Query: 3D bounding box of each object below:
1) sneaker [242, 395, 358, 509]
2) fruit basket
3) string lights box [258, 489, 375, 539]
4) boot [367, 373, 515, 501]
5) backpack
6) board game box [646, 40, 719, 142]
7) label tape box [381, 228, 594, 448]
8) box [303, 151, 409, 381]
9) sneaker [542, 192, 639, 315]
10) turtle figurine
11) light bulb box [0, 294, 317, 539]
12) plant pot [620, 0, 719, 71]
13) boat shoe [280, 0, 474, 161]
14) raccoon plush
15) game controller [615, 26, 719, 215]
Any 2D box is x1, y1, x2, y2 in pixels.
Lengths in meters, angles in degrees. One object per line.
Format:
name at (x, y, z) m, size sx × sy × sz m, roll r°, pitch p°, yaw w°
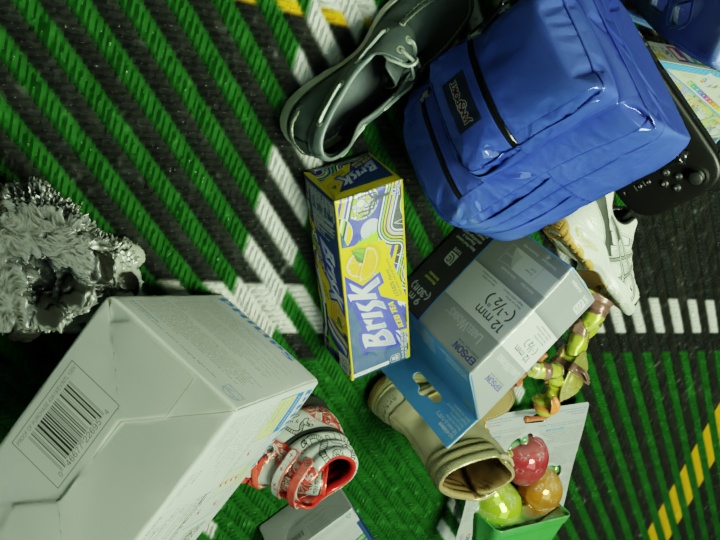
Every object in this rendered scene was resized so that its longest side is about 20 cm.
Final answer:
sneaker at (-0.099, 0.180, 0.779) m, size 0.199 × 0.108 × 0.068 m, roll -4°, pitch 121°, yaw -30°
fruit basket at (0.205, 0.267, 1.059) m, size 0.183 × 0.093 × 0.203 m, roll -2°, pitch 105°, yaw -32°
string lights box at (-0.029, 0.341, 0.961) m, size 0.102 × 0.059 × 0.201 m, roll -33°, pitch 131°, yaw -9°
boot at (0.123, 0.174, 0.884) m, size 0.198 × 0.155 × 0.073 m, roll 7°, pitch 115°, yaw -36°
backpack at (0.128, -0.128, 0.667) m, size 0.199 × 0.164 × 0.167 m, roll -32°, pitch 152°, yaw 35°
board game box at (0.307, -0.162, 0.838) m, size 0.198 × 0.034 × 0.135 m, roll -1°, pitch 138°, yaw -32°
label tape box at (0.105, 0.049, 0.800) m, size 0.200 × 0.143 × 0.066 m, roll -45°, pitch 132°, yaw 1°
box at (0.000, 0.000, 0.756) m, size 0.069 × 0.064 × 0.202 m, roll -19°, pitch 128°, yaw -20°
sneaker at (0.283, -0.024, 0.913) m, size 0.088 × 0.076 × 0.200 m, roll -49°, pitch 135°, yaw -1°
turtle figurine at (0.235, 0.103, 0.932) m, size 0.163 × 0.064 × 0.200 m, roll -62°, pitch 149°, yaw -7°
light bulb box at (-0.159, 0.131, 0.640) m, size 0.199 × 0.125 × 0.200 m, roll -51°, pitch 169°, yaw 6°
plant pot at (0.344, -0.280, 0.715) m, size 0.198 × 0.180 × 0.202 m, roll 4°, pitch 116°, yaw -34°
boat shoe at (0.025, -0.162, 0.668) m, size 0.199 × 0.062 × 0.073 m, roll -40°, pitch 132°, yaw -4°
raccoon plush at (-0.229, -0.039, 0.598) m, size 0.096 × 0.134 × 0.202 m, roll -24°, pitch 98°, yaw 3°
game controller at (0.240, -0.145, 0.743) m, size 0.104 × 0.201 × 0.042 m, roll -33°, pitch -175°, yaw 43°
